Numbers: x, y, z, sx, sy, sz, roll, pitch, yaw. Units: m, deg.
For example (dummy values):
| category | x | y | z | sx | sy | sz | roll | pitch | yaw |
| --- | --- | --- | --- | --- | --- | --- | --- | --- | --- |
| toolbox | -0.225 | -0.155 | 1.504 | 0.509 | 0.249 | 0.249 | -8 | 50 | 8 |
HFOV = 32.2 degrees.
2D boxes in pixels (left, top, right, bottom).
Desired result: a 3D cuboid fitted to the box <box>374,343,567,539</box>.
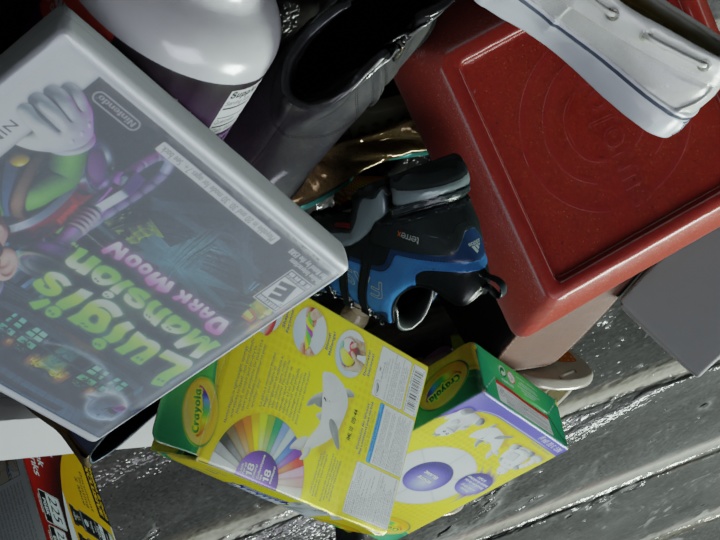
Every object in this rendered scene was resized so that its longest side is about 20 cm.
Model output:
| category | x | y | z | sx | sy | sz | roll | pitch | yaw |
| --- | --- | --- | --- | --- | --- | --- | --- | --- | --- |
| box | 0.038 | 0.138 | 0.923 | 0.199 | 0.049 | 0.117 | -32 | 136 | 26 |

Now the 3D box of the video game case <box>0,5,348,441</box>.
| category | x | y | z | sx | sy | sz | roll | pitch | yaw |
| --- | --- | --- | --- | --- | --- | --- | --- | --- | --- |
| video game case | -0.133 | -0.007 | 0.591 | 0.181 | 0.024 | 0.200 | -33 | 134 | 18 |

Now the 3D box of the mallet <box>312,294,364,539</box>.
| category | x | y | z | sx | sy | sz | roll | pitch | yaw |
| --- | --- | --- | --- | --- | --- | --- | --- | --- | --- |
| mallet | -0.015 | 0.083 | 0.851 | 0.065 | 0.202 | 0.041 | -15 | 169 | -15 |

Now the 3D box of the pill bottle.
| category | x | y | z | sx | sy | sz | roll | pitch | yaw |
| --- | --- | --- | --- | --- | --- | --- | --- | --- | --- |
| pill bottle | -0.112 | -0.096 | 0.604 | 0.111 | 0.113 | 0.201 | 5 | 135 | -40 |

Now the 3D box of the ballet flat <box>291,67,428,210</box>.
| category | x | y | z | sx | sy | sz | roll | pitch | yaw |
| --- | --- | --- | --- | --- | --- | --- | --- | --- | --- |
| ballet flat | -0.006 | -0.090 | 0.747 | 0.198 | 0.068 | 0.073 | -19 | 127 | -14 |

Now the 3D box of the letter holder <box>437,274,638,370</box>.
| category | x | y | z | sx | sy | sz | roll | pitch | yaw |
| --- | --- | --- | --- | --- | --- | --- | --- | --- | --- |
| letter holder | 0.167 | -0.028 | 0.919 | 0.141 | 0.101 | 0.201 | -1 | 139 | -39 |

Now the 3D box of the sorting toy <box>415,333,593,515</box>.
| category | x | y | z | sx | sy | sz | roll | pitch | yaw |
| --- | --- | --- | --- | --- | --- | --- | --- | --- | --- |
| sorting toy | 0.051 | 0.112 | 0.999 | 0.179 | 0.108 | 0.200 | -4 | 143 | -41 |

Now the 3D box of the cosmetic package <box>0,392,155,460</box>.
| category | x | y | z | sx | sy | sz | roll | pitch | yaw |
| --- | --- | --- | --- | --- | --- | --- | --- | --- | --- |
| cosmetic package | -0.193 | 0.074 | 0.807 | 0.198 | 0.083 | 0.051 | 0 | 138 | -36 |

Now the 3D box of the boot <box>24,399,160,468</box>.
| category | x | y | z | sx | sy | sz | roll | pitch | yaw |
| --- | --- | --- | --- | --- | --- | --- | --- | --- | --- |
| boot | -0.119 | 0.032 | 0.764 | 0.199 | 0.097 | 0.075 | -34 | 164 | -11 |

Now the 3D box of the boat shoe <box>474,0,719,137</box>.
| category | x | y | z | sx | sy | sz | roll | pitch | yaw |
| --- | --- | --- | --- | --- | --- | --- | --- | --- | --- |
| boat shoe | 0.120 | -0.159 | 0.652 | 0.201 | 0.075 | 0.086 | 38 | 126 | -10 |

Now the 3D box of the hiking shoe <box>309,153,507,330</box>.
| category | x | y | z | sx | sy | sz | roll | pitch | yaw |
| --- | --- | --- | --- | --- | --- | --- | --- | --- | --- |
| hiking shoe | 0.000 | 0.000 | 0.753 | 0.074 | 0.088 | 0.199 | -21 | 180 | -35 |

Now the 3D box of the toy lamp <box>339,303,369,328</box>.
| category | x | y | z | sx | sy | sz | roll | pitch | yaw |
| --- | --- | --- | --- | --- | --- | --- | --- | --- | --- |
| toy lamp | -0.018 | 0.057 | 0.938 | 0.058 | 0.059 | 0.201 | 3 | 137 | -38 |

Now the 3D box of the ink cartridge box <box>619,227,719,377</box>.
| category | x | y | z | sx | sy | sz | roll | pitch | yaw |
| --- | --- | --- | --- | --- | --- | --- | --- | --- | --- |
| ink cartridge box | 0.296 | -0.028 | 0.946 | 0.146 | 0.083 | 0.200 | -52 | 170 | 33 |

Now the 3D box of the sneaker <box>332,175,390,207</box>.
| category | x | y | z | sx | sy | sz | roll | pitch | yaw |
| --- | --- | --- | --- | --- | --- | --- | --- | --- | --- |
| sneaker | 0.080 | -0.047 | 0.814 | 0.197 | 0.078 | 0.073 | 7 | -175 | 10 |

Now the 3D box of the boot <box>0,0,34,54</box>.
| category | x | y | z | sx | sy | sz | roll | pitch | yaw |
| --- | --- | --- | --- | --- | --- | --- | --- | --- | --- |
| boot | -0.219 | -0.121 | 0.532 | 0.164 | 0.066 | 0.200 | -5 | 145 | -45 |

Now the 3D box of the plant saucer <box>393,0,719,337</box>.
| category | x | y | z | sx | sy | sz | roll | pitch | yaw |
| --- | --- | --- | --- | --- | --- | --- | --- | --- | --- |
| plant saucer | 0.142 | -0.089 | 0.739 | 0.198 | 0.201 | 0.037 | -28 | -168 | -8 |

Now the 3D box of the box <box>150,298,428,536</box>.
| category | x | y | z | sx | sy | sz | roll | pitch | yaw |
| --- | --- | --- | --- | --- | --- | --- | --- | --- | --- |
| box | -0.045 | 0.078 | 0.752 | 0.048 | 0.119 | 0.199 | 1 | 157 | 40 |

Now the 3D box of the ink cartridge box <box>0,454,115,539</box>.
| category | x | y | z | sx | sy | sz | roll | pitch | yaw |
| --- | --- | --- | --- | --- | --- | --- | --- | --- | --- |
| ink cartridge box | -0.216 | 0.221 | 0.882 | 0.083 | 0.201 | 0.176 | -29 | 147 | 1 |

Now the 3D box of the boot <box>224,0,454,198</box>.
| category | x | y | z | sx | sy | sz | roll | pitch | yaw |
| --- | --- | --- | --- | --- | --- | --- | --- | --- | --- |
| boot | -0.033 | -0.091 | 0.643 | 0.201 | 0.070 | 0.132 | -50 | -175 | 6 |
